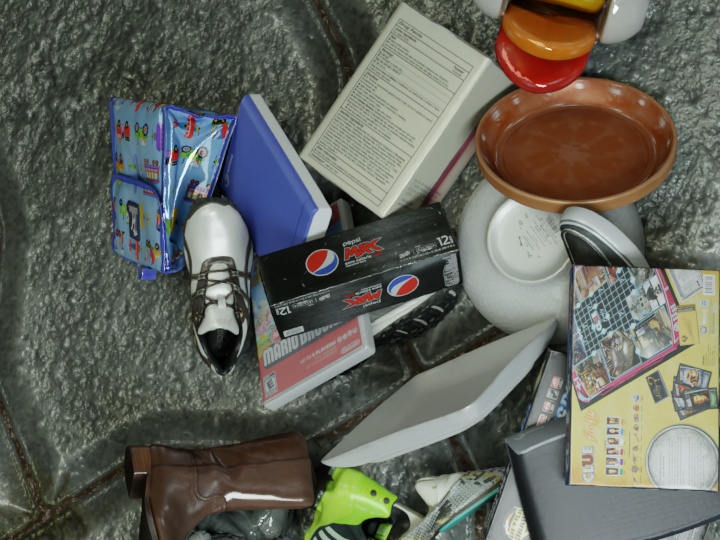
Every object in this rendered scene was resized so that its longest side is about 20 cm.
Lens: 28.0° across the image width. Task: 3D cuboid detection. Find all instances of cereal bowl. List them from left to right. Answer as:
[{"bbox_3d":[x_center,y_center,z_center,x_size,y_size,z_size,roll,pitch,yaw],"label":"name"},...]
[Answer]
[{"bbox_3d":[0.184,-0.027,1.467,0.200,0.083,0.201,-4,80,24],"label":"cereal bowl"}]

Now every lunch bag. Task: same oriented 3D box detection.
[{"bbox_3d":[-0.226,-0.088,1.633,0.150,0.094,0.201,15,98,55],"label":"lunch bag"}]

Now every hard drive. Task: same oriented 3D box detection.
[{"bbox_3d":[-0.095,-0.078,1.557,0.200,0.025,0.132,58,142,40],"label":"hard drive"},{"bbox_3d":[0.246,0.192,1.342,0.199,0.042,0.135,-14,89,1],"label":"hard drive"}]

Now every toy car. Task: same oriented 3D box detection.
[{"bbox_3d":[0.192,-0.252,1.449,0.175,0.200,0.150,14,104,5],"label":"toy car"}]

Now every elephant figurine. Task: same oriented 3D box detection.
[{"bbox_3d":[-0.125,0.280,1.540,0.155,0.200,0.142,-18,90,46],"label":"elephant figurine"}]

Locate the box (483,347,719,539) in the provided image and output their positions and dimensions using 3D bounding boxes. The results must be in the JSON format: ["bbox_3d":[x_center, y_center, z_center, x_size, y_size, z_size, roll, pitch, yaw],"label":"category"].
[{"bbox_3d":[0.242,0.199,1.387,0.198,0.050,0.200,19,90,3],"label":"box"}]

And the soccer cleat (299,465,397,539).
[{"bbox_3d":[-0.013,0.260,1.463,0.081,0.200,0.068,25,61,3],"label":"soccer cleat"}]

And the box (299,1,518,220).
[{"bbox_3d":[0.053,-0.159,1.530,0.128,0.109,0.200,38,97,24],"label":"box"}]

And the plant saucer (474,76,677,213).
[{"bbox_3d":[0.215,-0.123,1.443,0.200,0.032,0.201,-4,43,4],"label":"plant saucer"}]

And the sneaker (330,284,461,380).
[{"bbox_3d":[0.014,0.045,1.536,0.200,0.074,0.080,-26,67,18],"label":"sneaker"}]

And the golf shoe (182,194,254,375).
[{"bbox_3d":[-0.148,0.019,1.556,0.078,0.095,0.201,-7,115,-7],"label":"golf shoe"}]

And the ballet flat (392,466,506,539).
[{"bbox_3d":[0.067,0.252,1.476,0.200,0.072,0.072,-45,68,12],"label":"ballet flat"}]

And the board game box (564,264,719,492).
[{"bbox_3d":[0.256,0.098,1.309,0.135,0.035,0.201,3,81,2],"label":"board game box"}]

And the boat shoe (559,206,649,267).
[{"bbox_3d":[0.247,0.025,1.380,0.057,0.200,0.069,-51,27,-23],"label":"boat shoe"}]

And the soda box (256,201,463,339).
[{"bbox_3d":[0.000,0.000,1.469,0.199,0.063,0.071,-17,52,-4],"label":"soda box"}]

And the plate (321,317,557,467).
[{"bbox_3d":[0.083,0.127,1.408,0.199,0.200,0.032,-25,97,39],"label":"plate"}]

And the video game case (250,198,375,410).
[{"bbox_3d":[-0.057,0.035,1.546,0.143,0.017,0.200,-31,48,26],"label":"video game case"}]

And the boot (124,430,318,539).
[{"bbox_3d":[-0.123,0.238,1.431,0.064,0.199,0.187,112,151,-43],"label":"boot"}]
